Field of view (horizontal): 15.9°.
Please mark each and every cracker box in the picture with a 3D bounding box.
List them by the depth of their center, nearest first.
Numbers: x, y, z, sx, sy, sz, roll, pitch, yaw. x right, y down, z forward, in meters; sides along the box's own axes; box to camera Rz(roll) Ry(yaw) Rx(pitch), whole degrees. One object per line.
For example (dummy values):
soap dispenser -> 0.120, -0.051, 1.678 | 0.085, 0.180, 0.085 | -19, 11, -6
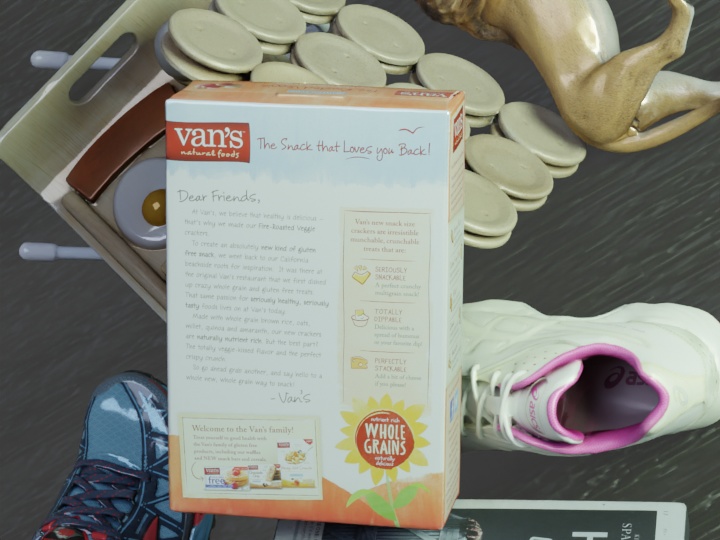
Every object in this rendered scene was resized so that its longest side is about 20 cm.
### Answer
cracker box -> -0.020, 0.015, 1.206 | 0.133, 0.058, 0.201 | 4, 105, 10

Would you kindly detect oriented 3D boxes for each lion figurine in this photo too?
lion figurine -> 0.108, -0.122, 1.316 | 0.122, 0.072, 0.201 | -41, 62, 19

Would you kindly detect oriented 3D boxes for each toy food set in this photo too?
toy food set -> -0.077, -0.051, 1.304 | 0.144, 0.060, 0.200 | -46, 63, -2

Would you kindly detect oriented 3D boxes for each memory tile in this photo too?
memory tile -> 0.009, -0.086, 1.287 | 0.199, 0.153, 0.017 | 33, 122, 8

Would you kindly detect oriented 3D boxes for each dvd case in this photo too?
dvd case -> 0.049, 0.165, 1.196 | 0.199, 0.025, 0.151 | -1, 38, 11

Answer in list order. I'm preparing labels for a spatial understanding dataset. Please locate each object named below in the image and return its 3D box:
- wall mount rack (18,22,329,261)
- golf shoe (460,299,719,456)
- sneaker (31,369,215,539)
wall mount rack -> -0.098, -0.071, 1.410 | 0.173, 0.074, 0.201 | -14, 65, 35
golf shoe -> 0.078, 0.055, 1.245 | 0.199, 0.091, 0.076 | -8, 98, 25
sneaker -> -0.127, 0.143, 1.335 | 0.079, 0.095, 0.201 | -9, 68, 25
